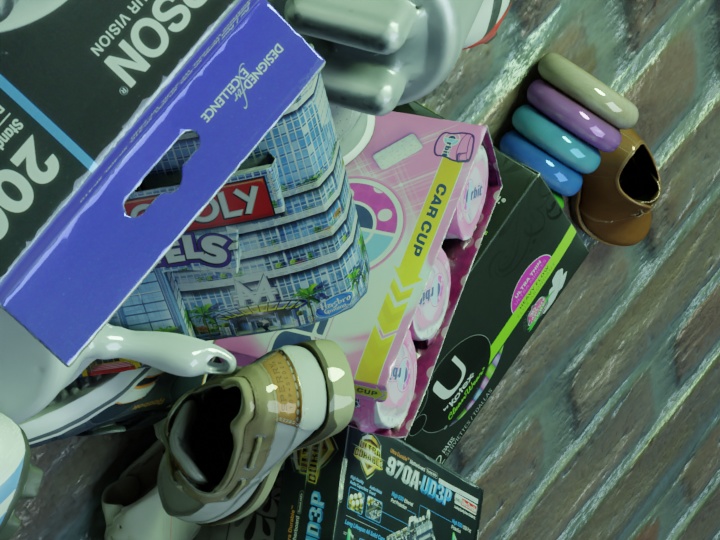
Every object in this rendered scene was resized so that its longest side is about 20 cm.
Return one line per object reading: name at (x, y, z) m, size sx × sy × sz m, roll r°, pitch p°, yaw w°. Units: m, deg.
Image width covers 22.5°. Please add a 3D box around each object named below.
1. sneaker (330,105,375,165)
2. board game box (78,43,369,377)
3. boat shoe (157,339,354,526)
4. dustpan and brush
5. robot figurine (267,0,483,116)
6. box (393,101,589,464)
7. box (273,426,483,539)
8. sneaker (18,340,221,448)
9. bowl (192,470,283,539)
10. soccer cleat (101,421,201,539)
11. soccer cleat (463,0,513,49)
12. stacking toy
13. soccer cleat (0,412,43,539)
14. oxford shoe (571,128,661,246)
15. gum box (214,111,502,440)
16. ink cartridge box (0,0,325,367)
sneaker at (-0.068, -0.079, 1.045) m, size 0.200 × 0.074 × 0.116 m, roll -51°, pitch 147°, yaw -33°
board game box at (-0.111, -0.044, 0.920) m, size 0.062 × 0.198 × 0.201 m, roll -88°, pitch 166°, yaw -48°
boat shoe at (-0.079, 0.094, 1.021) m, size 0.068 × 0.075 × 0.200 m, roll -6°, pitch 156°, yaw -33°
dustpan and brush at (-0.163, 0.035, 0.923) m, size 0.057 × 0.198 × 0.141 m, roll -79°, pitch -175°, yaw -61°
robot figurine at (0.016, -0.170, 0.999) m, size 0.201 × 0.112 × 0.171 m, roll -65°, pitch 170°, yaw -46°
box at (0.040, 0.014, 1.234) m, size 0.201 × 0.124 × 0.149 m, roll -54°, pitch 151°, yaw -4°
box at (0.011, 0.193, 1.155) m, size 0.200 × 0.046 × 0.161 m, roll 35°, pitch 58°, yaw -55°
sneaker at (-0.143, 0.061, 1.041) m, size 0.199 × 0.078 × 0.080 m, roll -36°, pitch 139°, yaw -37°
bowl at (-0.078, 0.217, 1.241) m, size 0.201 × 0.093 × 0.203 m, roll -164°, pitch -90°, yaw -82°
soccer cleat at (-0.143, 0.175, 1.176) m, size 0.077 × 0.069 × 0.201 m, roll 19°, pitch 113°, yaw -27°
soccer cleat at (0.094, -0.233, 1.143) m, size 0.201 × 0.068 × 0.085 m, roll -59°, pitch 155°, yaw 12°
stacking toy at (0.121, -0.057, 1.343) m, size 0.201 × 0.085 × 0.085 m, roll -58°, pitch 151°, yaw 8°
soccer cleat at (-0.234, 0.154, 0.896) m, size 0.086 × 0.070 × 0.202 m, roll 20°, pitch 97°, yaw -36°
oxford shoe at (0.218, -0.063, 1.492) m, size 0.072 × 0.071 × 0.200 m, roll -55°, pitch 153°, yaw -8°
gum box at (0.000, 0.000, 1.104) m, size 0.066 × 0.112 × 0.201 m, roll 68°, pitch 39°, yaw -54°
ink cartridge box at (-0.138, -0.093, 0.813) m, size 0.200 × 0.043 × 0.199 m, roll 43°, pitch 77°, yaw -16°
